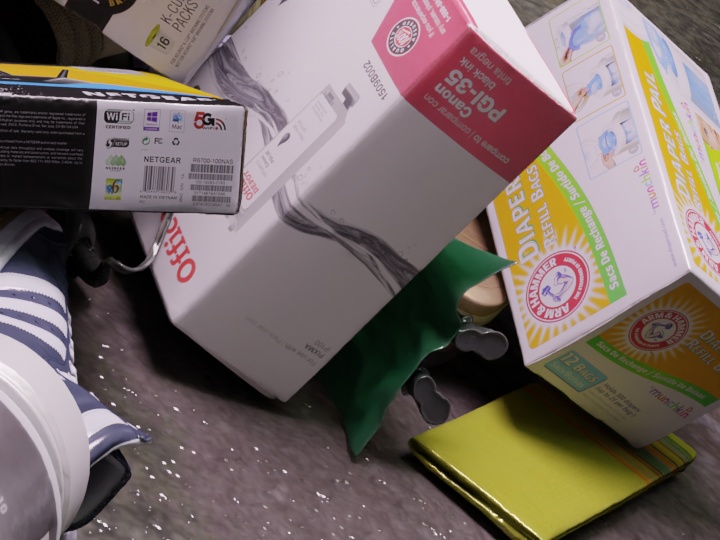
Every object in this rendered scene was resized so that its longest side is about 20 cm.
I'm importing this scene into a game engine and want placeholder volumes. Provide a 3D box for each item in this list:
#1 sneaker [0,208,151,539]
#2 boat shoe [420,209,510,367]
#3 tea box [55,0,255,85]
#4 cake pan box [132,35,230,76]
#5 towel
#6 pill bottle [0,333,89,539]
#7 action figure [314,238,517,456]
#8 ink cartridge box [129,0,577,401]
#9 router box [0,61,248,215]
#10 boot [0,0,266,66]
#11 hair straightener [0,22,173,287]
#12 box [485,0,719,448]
[{"bbox_3d":[-0.134,0.045,1.207,0.108,0.070,0.200,36,21,-3],"label":"sneaker"},{"bbox_3d":[0.055,-0.011,1.559,0.072,0.065,0.200,35,26,-6],"label":"boat shoe"},{"bbox_3d":[-0.110,-0.217,1.401,0.196,0.134,0.200,33,22,-2],"label":"tea box"},{"bbox_3d":[-0.040,-0.128,1.690,0.199,0.052,0.185,23,27,-22],"label":"cake pan box"},{"bbox_3d":[0.098,0.093,1.476,0.086,0.018,0.200,37,24,18],"label":"towel"},{"bbox_3d":[-0.170,0.094,1.007,0.113,0.114,0.200,34,23,3],"label":"pill bottle"},{"bbox_3d":[0.000,0.000,1.449,0.055,0.118,0.200,40,5,-39],"label":"action figure"},{"bbox_3d":[-0.013,-0.060,1.380,0.083,0.200,0.147,36,17,-36],"label":"ink cartridge box"},{"bbox_3d":[-0.167,-0.061,1.261,0.199,0.051,0.149,1,9,-24],"label":"router box"},{"bbox_3d":[-0.164,-0.165,1.550,0.155,0.073,0.200,-21,44,-38],"label":"boot"},{"bbox_3d":[-0.144,-0.067,1.398,0.200,0.077,0.041,53,4,40],"label":"hair straightener"},{"bbox_3d":[0.134,-0.029,1.513,0.112,0.101,0.201,35,33,-44],"label":"box"}]
